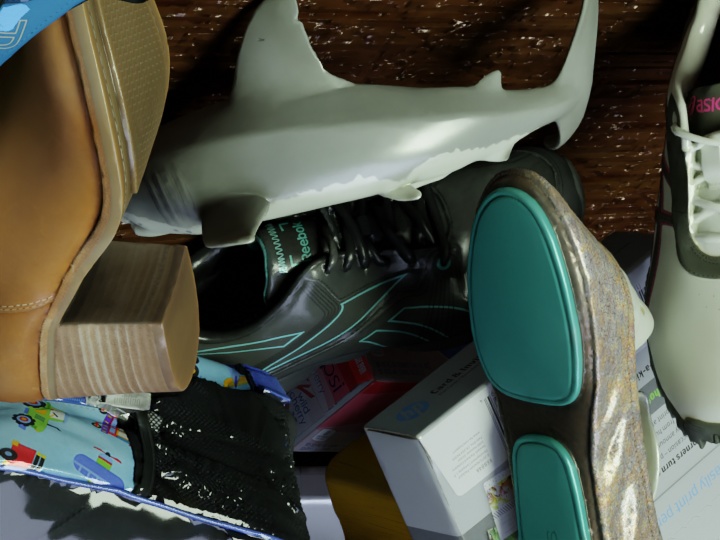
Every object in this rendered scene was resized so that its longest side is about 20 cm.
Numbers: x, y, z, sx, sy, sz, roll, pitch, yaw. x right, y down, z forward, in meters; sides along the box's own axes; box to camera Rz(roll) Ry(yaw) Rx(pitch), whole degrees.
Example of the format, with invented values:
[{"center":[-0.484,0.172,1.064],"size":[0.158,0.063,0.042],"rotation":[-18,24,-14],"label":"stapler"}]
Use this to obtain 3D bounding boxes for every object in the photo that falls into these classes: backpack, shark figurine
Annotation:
[{"center":[-0.139,0.101,1.161],"size":[0.199,0.135,0.183],"rotation":[17,135,-29],"label":"backpack"},{"center":[-0.001,-0.067,1.087],"size":[0.213,0.090,0.128],"rotation":[-14,-171,-5],"label":"shark figurine"}]

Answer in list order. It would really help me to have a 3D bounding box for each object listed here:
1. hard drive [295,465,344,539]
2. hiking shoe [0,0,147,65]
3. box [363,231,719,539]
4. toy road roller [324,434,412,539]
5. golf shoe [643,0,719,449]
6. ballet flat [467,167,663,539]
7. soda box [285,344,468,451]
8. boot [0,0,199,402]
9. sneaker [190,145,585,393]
[{"center":[0.039,0.138,1.524],"size":[0.198,0.027,0.132],"rotation":[1,151,-10],"label":"hard drive"},{"center":[-0.149,-0.079,0.892],"size":[0.199,0.075,0.087],"rotation":[-23,135,-2],"label":"hiking shoe"},{"center":[0.102,0.109,1.230],"size":[0.156,0.201,0.041],"rotation":[-37,-156,-28],"label":"box"},{"center":[0.065,0.124,1.301],"size":[0.200,0.122,0.147],"rotation":[-36,124,-34],"label":"toy road roller"},{"center":[0.143,-0.029,1.168],"size":[0.077,0.201,0.088],"rotation":[-4,155,22],"label":"golf shoe"},{"center":[0.086,0.046,1.152],"size":[0.067,0.068,0.201],"rotation":[-26,119,-39],"label":"ballet flat"},{"center":[0.045,0.040,1.346],"size":[0.199,0.070,0.063],"rotation":[3,145,-46],"label":"soda box"},{"center":[-0.143,-0.039,1.019],"size":[0.154,0.077,0.201],"rotation":[2,132,11],"label":"boot"},{"center":[0.000,0.000,1.218],"size":[0.199,0.076,0.079],"rotation":[-25,154,2],"label":"sneaker"}]
